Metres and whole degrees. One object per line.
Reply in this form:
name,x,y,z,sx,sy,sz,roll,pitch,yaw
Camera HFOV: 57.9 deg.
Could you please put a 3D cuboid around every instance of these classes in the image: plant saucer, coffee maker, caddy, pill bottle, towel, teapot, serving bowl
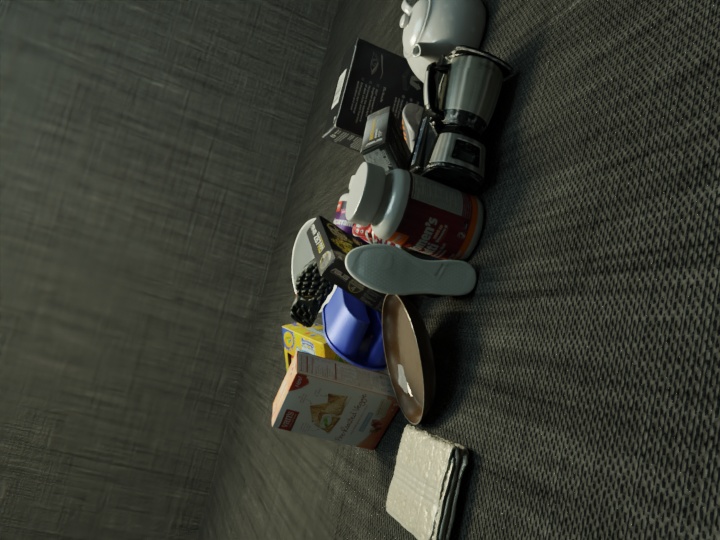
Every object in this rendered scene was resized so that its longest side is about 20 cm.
plant saucer,0.076,0.133,1.006,0.200,0.031,0.206,172,90,-77
coffee maker,0.157,-0.227,1.063,0.192,0.131,0.205,59,-134,-79
caddy,0.000,0.103,1.214,0.201,0.138,0.107,-101,35,-61
pill bottle,0.082,-0.091,1.005,0.109,0.195,0.112,-164,90,-74
pill bottle,-0.007,-0.110,1.505,0.111,0.109,0.205,175,111,-73
towel,0.090,0.295,0.906,0.200,0.034,0.136,167,119,-74
teapot,0.143,-0.462,1.267,0.200,0.143,0.202,174,112,-74
serving bowl,-0.075,-0.010,1.413,0.198,0.065,0.206,-3,87,53

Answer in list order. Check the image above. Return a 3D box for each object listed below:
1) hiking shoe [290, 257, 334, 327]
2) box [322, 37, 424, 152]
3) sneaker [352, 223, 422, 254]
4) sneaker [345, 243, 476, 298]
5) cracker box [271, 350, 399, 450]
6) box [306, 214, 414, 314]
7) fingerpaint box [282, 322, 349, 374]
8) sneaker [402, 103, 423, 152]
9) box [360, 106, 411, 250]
hiking shoe,-0.089,0.022,1.282,0.201,0.073,0.088,-58,5,47
box,0.040,-0.361,1.424,0.117,0.196,0.202,173,113,-72
sneaker,0.048,-0.049,1.220,0.111,0.071,0.204,-30,50,28
sneaker,0.069,0.008,0.991,0.099,0.194,0.073,137,141,-81
cracker box,-0.041,0.228,1.123,0.058,0.195,0.136,-95,27,-55
box,0.000,0.000,1.172,0.049,0.198,0.162,-47,30,17
fingerpaint box,-0.087,0.206,1.342,0.198,0.072,0.172,12,109,58
sneaker,0.100,-0.247,1.329,0.113,0.076,0.203,123,157,-44
box,0.067,-0.162,1.132,0.047,0.202,0.160,-19,30,17
